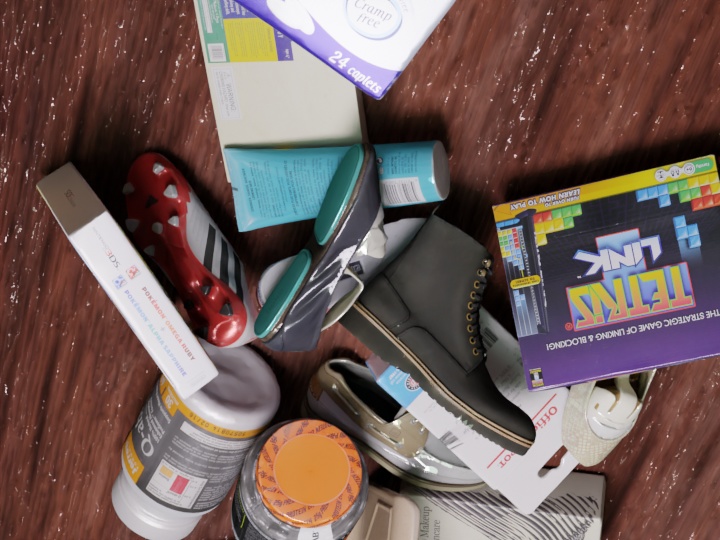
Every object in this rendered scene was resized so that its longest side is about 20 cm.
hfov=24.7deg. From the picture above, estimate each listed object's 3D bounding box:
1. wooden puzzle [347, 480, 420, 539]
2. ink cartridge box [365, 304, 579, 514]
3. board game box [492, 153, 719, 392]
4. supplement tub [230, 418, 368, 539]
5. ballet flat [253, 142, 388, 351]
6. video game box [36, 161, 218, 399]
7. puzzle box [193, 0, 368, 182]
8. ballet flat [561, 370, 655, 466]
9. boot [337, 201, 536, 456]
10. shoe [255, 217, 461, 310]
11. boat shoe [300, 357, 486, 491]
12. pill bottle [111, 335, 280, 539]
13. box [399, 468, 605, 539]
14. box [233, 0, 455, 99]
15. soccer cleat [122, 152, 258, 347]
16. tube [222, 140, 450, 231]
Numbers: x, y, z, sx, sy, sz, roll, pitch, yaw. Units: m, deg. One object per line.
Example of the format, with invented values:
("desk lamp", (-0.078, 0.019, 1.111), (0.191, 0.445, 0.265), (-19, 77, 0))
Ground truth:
("wooden puzzle", (0.020, 0.302, 1.581), (0.037, 0.200, 0.187), (7, 86, -14))
("ink cartridge box", (0.116, 0.116, 1.518), (0.200, 0.067, 0.116), (43, 91, -16))
("board game box", (0.226, 0.004, 1.406), (0.198, 0.057, 0.167), (-13, 83, 20))
("supplement tub", (-0.058, 0.214, 1.567), (0.122, 0.123, 0.200), (20, 159, -1))
("ballet flat", (-0.020, -0.014, 1.401), (0.073, 0.073, 0.201), (27, 106, -6))
("video game box", (-0.212, 0.005, 1.476), (0.047, 0.200, 0.183), (-37, 114, -6))
("puzzle box", (-0.066, -0.170, 1.424), (0.132, 0.025, 0.201), (0, 123, 13))
("ballet flat", (0.233, 0.089, 1.462), (0.067, 0.062, 0.202), (15, 103, -16))
("boot", (0.098, 0.051, 1.415), (0.200, 0.077, 0.139), (38, 90, 3))
("shoe", (0.000, 0.000, 1.500), (0.198, 0.091, 0.072), (-14, 90, -9))
("boat shoe", (0.042, 0.148, 1.578), (0.199, 0.075, 0.069), (21, 131, -1))
("pill bottle", (-0.166, 0.168, 1.614), (0.116, 0.117, 0.201), (28, 124, -6))
("box", (0.139, 0.239, 1.619), (0.198, 0.069, 0.083), (5, 125, 9))
("box", (0.000, -0.273, 1.277), (0.183, 0.105, 0.200), (33, 113, -10))
("soccer cleat", (-0.151, -0.017, 1.496), (0.068, 0.085, 0.201), (-36, 73, 17))
("tube", (-0.023, -0.078, 1.434), (0.198, 0.050, 0.078), (-4, 104, 19))
